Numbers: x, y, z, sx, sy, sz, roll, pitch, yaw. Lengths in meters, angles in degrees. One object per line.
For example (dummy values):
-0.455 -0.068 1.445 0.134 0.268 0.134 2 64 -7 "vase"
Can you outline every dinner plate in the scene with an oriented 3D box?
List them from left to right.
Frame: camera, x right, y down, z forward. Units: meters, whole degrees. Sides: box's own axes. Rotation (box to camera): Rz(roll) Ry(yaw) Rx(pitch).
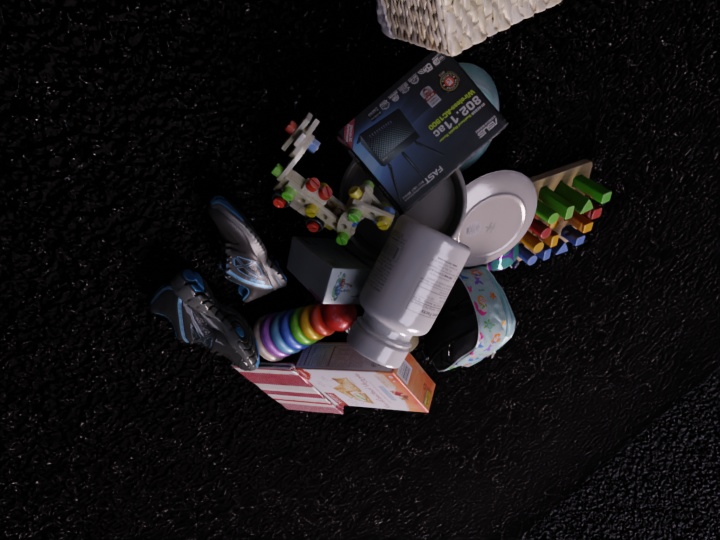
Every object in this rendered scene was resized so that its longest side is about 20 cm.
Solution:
0.226 -0.081 0.917 0.200 0.024 0.200 -12 131 -14 "dinner plate"

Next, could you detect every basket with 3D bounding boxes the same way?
0.123 -0.393 0.627 0.198 0.161 0.200 -30 136 -9 "basket"

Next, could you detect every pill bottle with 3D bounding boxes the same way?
0.063 0.032 0.753 0.114 0.114 0.200 21 99 -41 "pill bottle"

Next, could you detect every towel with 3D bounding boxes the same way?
-0.133 0.221 0.995 0.144 0.023 0.200 -4 143 28 "towel"

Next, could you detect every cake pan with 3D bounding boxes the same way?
0.066 -0.109 0.829 0.200 0.037 0.200 0 98 3 "cake pan"

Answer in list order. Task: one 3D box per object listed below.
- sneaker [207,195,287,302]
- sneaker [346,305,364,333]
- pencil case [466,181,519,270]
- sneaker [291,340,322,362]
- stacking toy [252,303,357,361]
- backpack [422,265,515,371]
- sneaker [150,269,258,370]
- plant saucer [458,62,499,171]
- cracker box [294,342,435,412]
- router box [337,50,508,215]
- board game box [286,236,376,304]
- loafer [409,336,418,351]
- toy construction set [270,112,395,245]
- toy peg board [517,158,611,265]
-0.182 -0.024 0.791 0.082 0.073 0.200 -31 134 -6 "sneaker"
-0.002 0.092 0.981 0.066 0.091 0.200 -30 135 -6 "sneaker"
0.242 -0.081 0.998 0.092 0.085 0.200 -57 138 -20 "pencil case"
-0.060 0.192 1.045 0.200 0.106 0.075 36 87 -15 "sneaker"
-0.088 0.092 0.865 0.200 0.085 0.085 -21 148 38 "stacking toy"
0.205 0.088 1.012 0.150 0.178 0.200 -9 155 -19 "backpack"
-0.238 0.090 0.826 0.082 0.073 0.200 -33 112 9 "sneaker"
0.153 -0.232 0.859 0.200 0.036 0.200 -17 132 -20 "plant saucer"
0.007 0.180 0.888 0.134 0.200 0.058 51 48 -38 "cracker box"
0.088 -0.200 0.764 0.200 0.062 0.150 -41 91 2 "router box"
0.000 0.000 0.866 0.200 0.148 0.064 2 112 -32 "board game box"
0.082 0.105 0.959 0.075 0.070 0.200 -58 176 -16 "loafer"
-0.051 -0.118 0.753 0.200 0.131 0.092 48 52 -11 "toy construction set"
0.403 -0.096 1.077 0.200 0.098 0.199 -20 132 -17 "toy peg board"
